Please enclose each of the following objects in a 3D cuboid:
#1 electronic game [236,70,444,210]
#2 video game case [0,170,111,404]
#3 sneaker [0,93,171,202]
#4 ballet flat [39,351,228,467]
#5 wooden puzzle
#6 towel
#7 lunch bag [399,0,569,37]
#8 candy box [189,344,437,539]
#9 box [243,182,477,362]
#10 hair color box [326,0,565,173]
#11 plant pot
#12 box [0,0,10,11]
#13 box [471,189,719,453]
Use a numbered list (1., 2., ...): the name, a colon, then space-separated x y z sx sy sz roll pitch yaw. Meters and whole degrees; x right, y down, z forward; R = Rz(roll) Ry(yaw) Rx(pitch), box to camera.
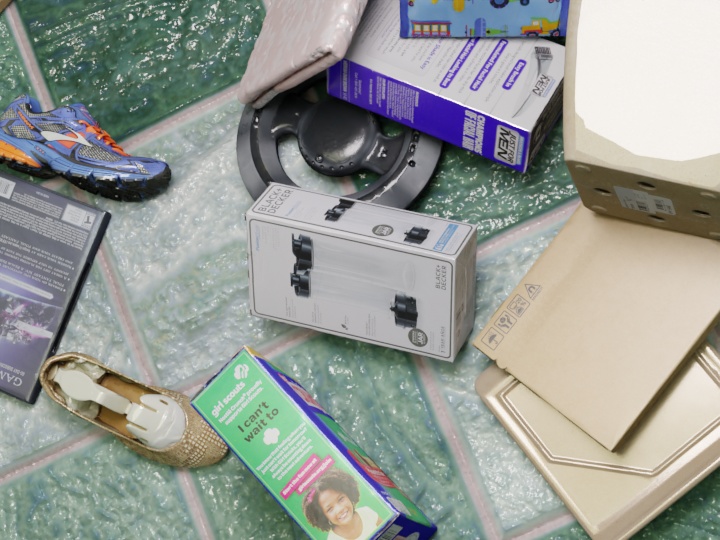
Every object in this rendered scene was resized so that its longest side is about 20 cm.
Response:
1. electronic game: -0.019 -0.125 1.628 0.200 0.042 0.200 -4 72 14
2. video game case: -0.343 0.013 1.715 0.143 0.019 0.200 21 88 19
3. sneaker: -0.271 -0.122 1.690 0.200 0.075 0.078 17 82 17
4. ballet flat: -0.218 0.131 1.632 0.200 0.065 0.071 19 86 18
5. wooden puzzle: 0.225 0.114 1.522 0.185 0.037 0.200 -40 67 6
6. towel: -0.033 -0.253 1.578 0.032 0.191 0.200 26 68 -22
7. lunch bag: 0.111 -0.306 1.577 0.150 0.094 0.200 0 47 3
8. candy box: -0.038 0.171 1.517 0.077 0.169 0.200 -46 72 0
9. box: 0.000 0.000 1.561 0.200 0.060 0.117 11 127 18
10. hair color box: 0.082 -0.176 1.569 0.200 0.065 0.109 23 56 17
11. plant pot: 0.266 -0.136 1.452 0.200 0.200 0.177 13 78 18
12. box: -0.450 -0.284 1.788 0.200 0.021 0.163 -47 72 4
13. box: 0.217 0.033 1.512 0.163 0.021 0.200 38 90 27
